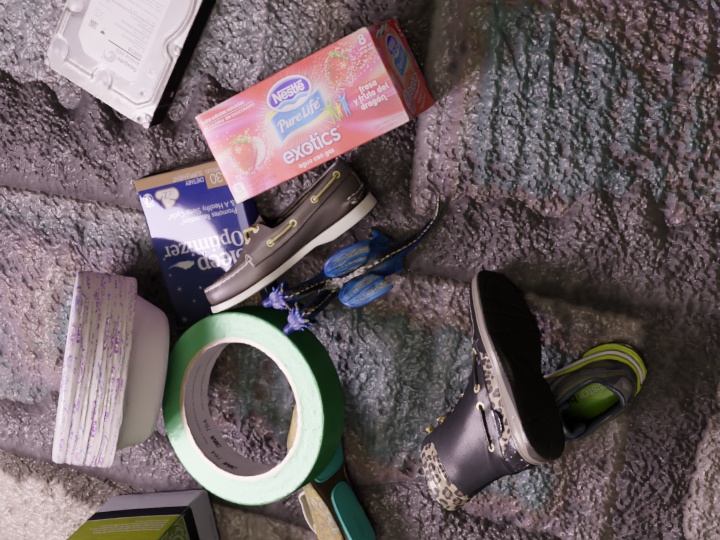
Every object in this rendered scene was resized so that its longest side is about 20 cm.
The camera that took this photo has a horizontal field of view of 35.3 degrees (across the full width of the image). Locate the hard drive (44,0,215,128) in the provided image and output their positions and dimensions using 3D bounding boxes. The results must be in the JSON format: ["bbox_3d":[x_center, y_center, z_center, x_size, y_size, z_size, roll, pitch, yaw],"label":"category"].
[{"bbox_3d":[-0.229,-0.266,1.153,0.139,0.038,0.201,33,114,7],"label":"hard drive"}]

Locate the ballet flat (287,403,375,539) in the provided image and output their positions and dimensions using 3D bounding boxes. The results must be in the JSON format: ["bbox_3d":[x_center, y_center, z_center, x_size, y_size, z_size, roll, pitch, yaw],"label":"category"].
[{"bbox_3d":[-0.045,0.226,1.228,0.070,0.071,0.202,-16,100,22],"label":"ballet flat"}]

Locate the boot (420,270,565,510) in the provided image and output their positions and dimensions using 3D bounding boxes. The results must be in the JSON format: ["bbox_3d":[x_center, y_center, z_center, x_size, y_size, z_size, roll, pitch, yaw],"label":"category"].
[{"bbox_3d":[0.110,0.119,1.107,0.154,0.073,0.205,-43,48,41],"label":"boot"}]

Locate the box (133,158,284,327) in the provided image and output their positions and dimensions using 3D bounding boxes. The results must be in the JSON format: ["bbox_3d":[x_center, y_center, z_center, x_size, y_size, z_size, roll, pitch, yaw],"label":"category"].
[{"bbox_3d":[-0.157,-0.014,1.208,0.120,0.032,0.202,-11,103,21],"label":"box"}]

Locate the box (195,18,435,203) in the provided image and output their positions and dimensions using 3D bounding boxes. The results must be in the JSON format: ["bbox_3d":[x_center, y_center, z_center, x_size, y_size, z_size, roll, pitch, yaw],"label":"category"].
[{"bbox_3d":[-0.042,-0.154,1.089,0.199,0.103,0.095,-23,98,24],"label":"box"}]

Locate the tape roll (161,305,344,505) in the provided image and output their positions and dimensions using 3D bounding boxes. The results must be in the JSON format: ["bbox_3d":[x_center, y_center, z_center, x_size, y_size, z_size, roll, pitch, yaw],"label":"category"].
[{"bbox_3d":[-0.114,0.139,1.176,0.199,0.048,0.203,4,99,26],"label":"tape roll"}]

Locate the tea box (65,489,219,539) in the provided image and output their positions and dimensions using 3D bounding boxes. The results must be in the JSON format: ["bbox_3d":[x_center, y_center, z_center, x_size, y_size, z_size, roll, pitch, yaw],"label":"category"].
[{"bbox_3d":[-0.244,0.379,1.264,0.132,0.197,0.202,-8,104,20],"label":"tea box"}]

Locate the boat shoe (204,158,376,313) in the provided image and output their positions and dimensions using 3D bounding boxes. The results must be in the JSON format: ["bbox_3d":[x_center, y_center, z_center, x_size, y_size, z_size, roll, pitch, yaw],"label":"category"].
[{"bbox_3d":[-0.080,-0.034,1.137,0.200,0.072,0.061,-36,101,4],"label":"boat shoe"}]

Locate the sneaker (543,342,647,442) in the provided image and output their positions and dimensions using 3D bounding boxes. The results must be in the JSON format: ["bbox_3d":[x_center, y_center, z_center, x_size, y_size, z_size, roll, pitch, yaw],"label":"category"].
[{"bbox_3d":[0.186,0.141,1.111,0.199,0.081,0.074,-36,92,24],"label":"sneaker"}]

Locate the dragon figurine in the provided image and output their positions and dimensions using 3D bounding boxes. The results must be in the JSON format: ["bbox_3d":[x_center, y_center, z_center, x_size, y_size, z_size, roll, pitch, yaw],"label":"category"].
[{"bbox_3d":[0.000,0.000,1.120,0.199,0.099,0.059,-27,96,18],"label":"dragon figurine"}]

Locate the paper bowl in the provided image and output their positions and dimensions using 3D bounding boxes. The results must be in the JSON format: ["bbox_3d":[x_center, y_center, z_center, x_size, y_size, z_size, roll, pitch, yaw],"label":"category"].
[{"bbox_3d":[-0.262,0.106,1.194,0.103,0.201,0.202,8,112,-16],"label":"paper bowl"}]
